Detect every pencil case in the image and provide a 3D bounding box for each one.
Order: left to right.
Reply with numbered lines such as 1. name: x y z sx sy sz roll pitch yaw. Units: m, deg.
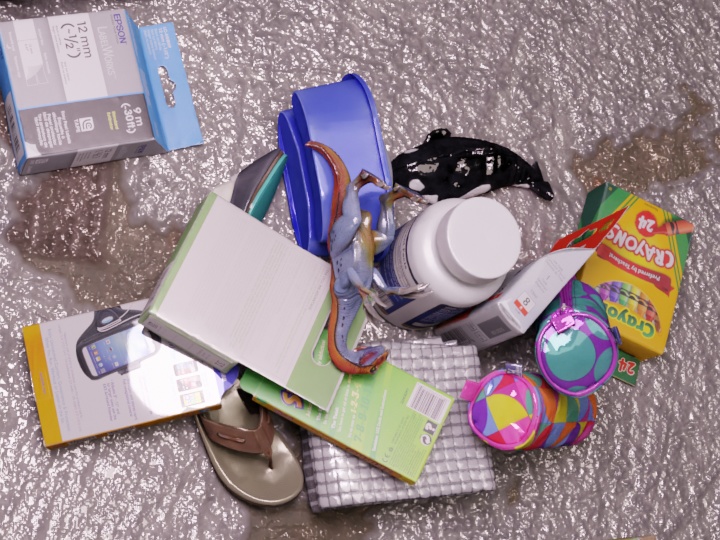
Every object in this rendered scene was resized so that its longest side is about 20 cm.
1. pencil case: 0.181 0.143 1.440 0.199 0.087 0.090 15 65 -61
2. pencil case: 0.222 0.064 1.432 0.084 0.200 0.094 -12 98 8

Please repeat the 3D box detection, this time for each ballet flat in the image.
1. ballet flat: -0.138 -0.044 1.428 0.072 0.073 0.202 23 76 -14

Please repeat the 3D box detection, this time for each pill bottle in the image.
1. pill bottle: 0.087 -0.010 1.430 0.110 0.200 0.113 5 75 -19

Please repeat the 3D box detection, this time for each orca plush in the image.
1. orca plush: 0.131 -0.110 1.542 0.198 0.071 0.107 14 72 -17

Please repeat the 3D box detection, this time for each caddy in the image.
1. caddy: -0.016 -0.106 1.449 0.104 0.141 0.203 -8 80 -19

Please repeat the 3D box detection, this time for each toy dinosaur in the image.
1. toy dinosaur: 0.000 0.000 1.342 0.104 0.199 0.183 17 103 -44

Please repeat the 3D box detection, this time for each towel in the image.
1. towel: 0.032 0.159 1.434 0.197 0.086 0.168 -4 76 -20

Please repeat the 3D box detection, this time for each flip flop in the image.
1. flip flop: -0.124 0.148 1.389 0.080 0.058 0.202 -26 87 -24

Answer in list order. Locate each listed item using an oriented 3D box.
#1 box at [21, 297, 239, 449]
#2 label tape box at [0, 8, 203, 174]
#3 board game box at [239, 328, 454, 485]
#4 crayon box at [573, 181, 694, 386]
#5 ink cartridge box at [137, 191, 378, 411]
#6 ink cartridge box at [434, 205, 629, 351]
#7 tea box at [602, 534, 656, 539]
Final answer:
1. box: -0.222 0.093 1.350 0.197 0.042 0.121 -12 79 -10
2. label tape box: -0.265 -0.189 1.417 0.198 0.066 0.145 -12 81 -21
3. board game box: -0.014 0.123 1.364 0.198 0.030 0.096 29 69 -1
4. crayon box: 0.301 0.016 1.587 0.126 0.051 0.202 23 70 -14
5. ink cartridge box: -0.097 0.035 1.348 0.199 0.048 0.147 31 61 -13
6. ink cartridge box: 0.183 0.000 1.485 0.050 0.162 0.200 44 66 -7
7. tea box: 0.213 0.390 1.415 0.194 0.133 0.203 -8 79 -23
